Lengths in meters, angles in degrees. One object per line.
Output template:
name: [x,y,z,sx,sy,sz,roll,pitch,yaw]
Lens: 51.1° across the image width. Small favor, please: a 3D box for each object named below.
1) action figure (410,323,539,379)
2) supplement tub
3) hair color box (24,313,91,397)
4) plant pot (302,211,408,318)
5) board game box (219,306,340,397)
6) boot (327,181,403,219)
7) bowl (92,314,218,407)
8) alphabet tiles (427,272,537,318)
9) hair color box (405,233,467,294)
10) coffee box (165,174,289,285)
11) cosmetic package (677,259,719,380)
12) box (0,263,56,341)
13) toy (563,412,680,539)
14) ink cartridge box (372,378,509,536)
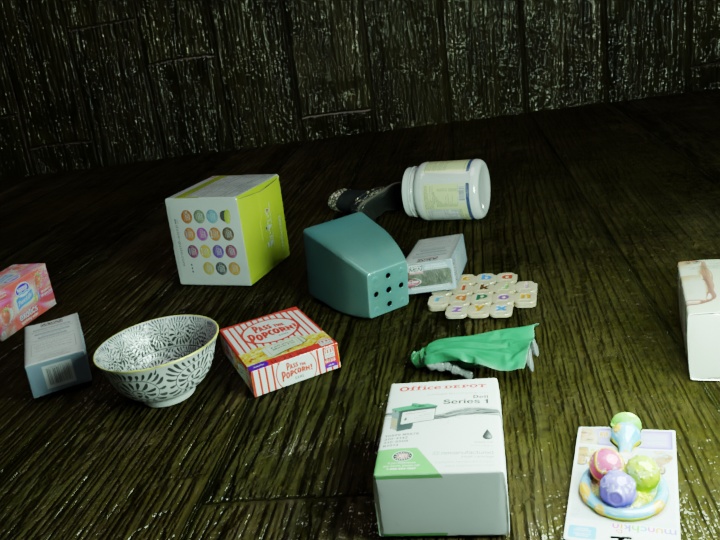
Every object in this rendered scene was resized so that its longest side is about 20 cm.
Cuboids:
action figure: [0.165,0.127,1.134,0.196,0.056,0.118,-6,20,29]
supplement tub: [0.214,-0.200,1.879,0.195,0.149,0.145,1,21,24]
hair color box: [-0.544,0.147,1.349,0.097,0.062,0.200,-15,21,-20]
plant pot: [0.000,0.000,1.437,0.139,0.144,0.199,-18,29,-26]
board game box: [-0.140,0.131,1.264,0.148,0.047,0.199,-17,21,-21]
boot: [0.024,-0.202,2.062,0.152,0.075,0.202,17,35,42]
bowl: [-0.316,0.155,1.201,0.195,0.097,0.201,-7,19,2]
alphabet tiles: [0.225,0.048,1.386,0.195,0.015,0.196,-3,21,16]
hair color box: [0.150,-0.016,1.493,0.097,0.062,0.200,-8,14,16]
coffee box: [-0.298,-0.097,1.728,0.193,0.205,0.200,1,21,23]
cosmetic package: [0.508,0.066,1.084,0.085,0.106,0.200,-3,18,19]
box: [-0.763,0.066,1.626,0.092,0.105,0.200,-3,19,14]
toy: [0.290,0.219,0.834,0.112,0.048,0.200,-2,20,22]
ink cartridge box: [0.097,0.212,0.881,0.142,0.086,0.201,-5,20,9]
